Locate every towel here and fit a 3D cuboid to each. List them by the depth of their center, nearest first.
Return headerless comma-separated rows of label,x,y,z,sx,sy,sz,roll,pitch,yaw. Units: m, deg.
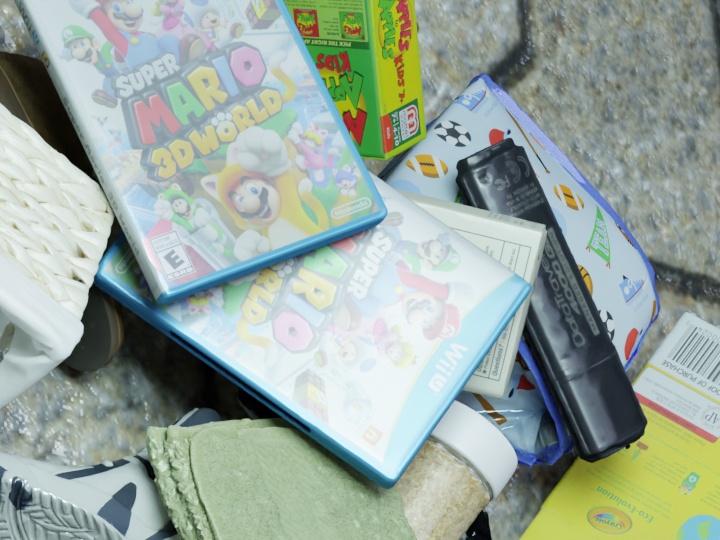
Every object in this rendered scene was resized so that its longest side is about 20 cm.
towel,-0.026,0.161,1.507,0.148,0.036,0.200,0,52,-39

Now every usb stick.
usb stick,0.114,0.019,1.687,0.055,0.033,0.200,-26,92,-39

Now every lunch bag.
lunch bag,0.084,0.009,1.769,0.200,0.124,0.170,43,44,-4

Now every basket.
basket,-0.243,-0.029,1.484,0.200,0.136,0.123,40,44,-20

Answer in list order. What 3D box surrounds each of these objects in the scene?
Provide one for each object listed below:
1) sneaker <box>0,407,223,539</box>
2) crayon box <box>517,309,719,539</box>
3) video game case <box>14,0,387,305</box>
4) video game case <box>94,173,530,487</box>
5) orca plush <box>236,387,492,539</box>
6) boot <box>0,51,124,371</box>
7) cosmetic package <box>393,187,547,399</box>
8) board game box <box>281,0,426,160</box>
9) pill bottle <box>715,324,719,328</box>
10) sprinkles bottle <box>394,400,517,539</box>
sneaker,-0.128,0.121,1.551,0.199,0.080,0.130,19,37,-14
crayon box,0.202,0.136,1.772,0.127,0.051,0.200,30,69,26
video game case,-0.088,-0.093,1.539,0.143,0.018,0.200,-21,77,-26
video game case,-0.026,0.007,1.557,0.200,0.018,0.143,35,68,4
orca plush,0.023,0.109,1.691,0.200,0.071,0.105,46,44,-13
boot,-0.170,-0.039,1.606,0.075,0.074,0.200,-8,70,-51
cosmetic package,0.000,0.000,1.636,0.200,0.105,0.071,15,5,4
board game box,-0.062,-0.126,1.636,0.048,0.200,0.102,-32,122,-52
pill bottle,0.257,0.144,1.853,0.113,0.113,0.200,23,53,-31
sprinkles bottle,0.009,0.166,1.599,0.068,0.068,0.200,43,68,-15
